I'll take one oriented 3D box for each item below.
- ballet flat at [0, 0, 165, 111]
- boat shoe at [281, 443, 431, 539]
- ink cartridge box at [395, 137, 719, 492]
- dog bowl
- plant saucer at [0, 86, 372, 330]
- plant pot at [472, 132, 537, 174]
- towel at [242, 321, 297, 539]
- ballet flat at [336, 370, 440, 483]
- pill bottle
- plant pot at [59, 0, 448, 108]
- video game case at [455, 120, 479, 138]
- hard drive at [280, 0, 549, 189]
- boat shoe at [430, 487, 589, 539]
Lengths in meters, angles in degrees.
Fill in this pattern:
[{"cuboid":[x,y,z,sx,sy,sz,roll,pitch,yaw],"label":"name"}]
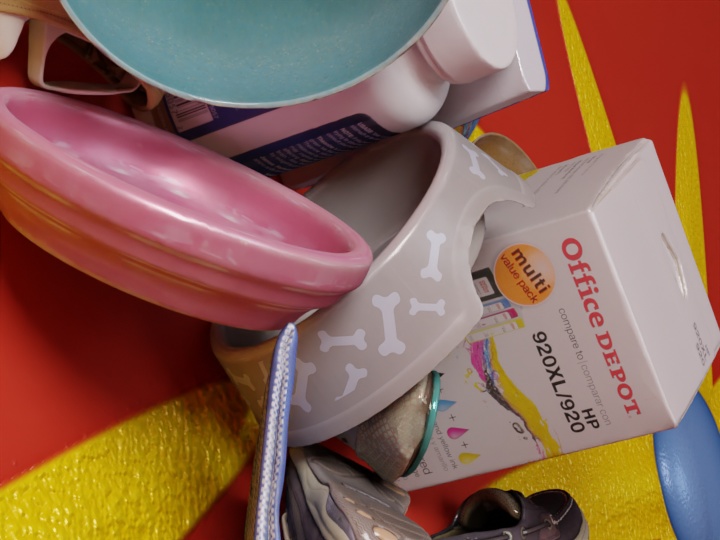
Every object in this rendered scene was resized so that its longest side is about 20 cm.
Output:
[{"cuboid":[-0.158,-0.124,0.853,0.199,0.068,0.063,17,95,-49],"label":"ballet flat"},{"cuboid":[-0.017,0.142,0.921,0.074,0.074,0.200,29,2,-7],"label":"boat shoe"},{"cuboid":[0.101,0.028,1.093,0.148,0.199,0.145,67,29,-12],"label":"ink cartridge box"},{"cuboid":[0.000,0.000,0.942,0.059,0.199,0.201,46,37,-20],"label":"dog bowl"},{"cuboid":[-0.093,-0.026,0.831,0.200,0.200,0.051,8,108,-59],"label":"plant saucer"},{"cuboid":[0.113,-0.004,1.315,0.200,0.027,0.201,35,47,-50],"label":"plant pot"},{"cuboid":[-0.045,0.138,0.843,0.200,0.024,0.146,102,-8,-56],"label":"towel"},{"cuboid":[0.005,0.081,0.966,0.200,0.062,0.068,104,-2,-81],"label":"ballet flat"},{"cuboid":[-0.020,-0.120,0.952,0.111,0.199,0.112,36,46,-48],"label":"pill bottle"},{"cuboid":[-0.053,-0.198,0.833,0.200,0.199,0.135,52,17,-34],"label":"plant pot"},{"cuboid":[0.068,-0.133,1.230,0.200,0.017,0.144,-58,161,-54],"label":"video game case"},{"cuboid":[0.014,-0.138,1.024,0.025,0.199,0.133,-8,82,-46],"label":"hard drive"},{"cuboid":[0.092,0.174,1.140,0.200,0.072,0.065,-23,100,-56],"label":"boat shoe"}]
